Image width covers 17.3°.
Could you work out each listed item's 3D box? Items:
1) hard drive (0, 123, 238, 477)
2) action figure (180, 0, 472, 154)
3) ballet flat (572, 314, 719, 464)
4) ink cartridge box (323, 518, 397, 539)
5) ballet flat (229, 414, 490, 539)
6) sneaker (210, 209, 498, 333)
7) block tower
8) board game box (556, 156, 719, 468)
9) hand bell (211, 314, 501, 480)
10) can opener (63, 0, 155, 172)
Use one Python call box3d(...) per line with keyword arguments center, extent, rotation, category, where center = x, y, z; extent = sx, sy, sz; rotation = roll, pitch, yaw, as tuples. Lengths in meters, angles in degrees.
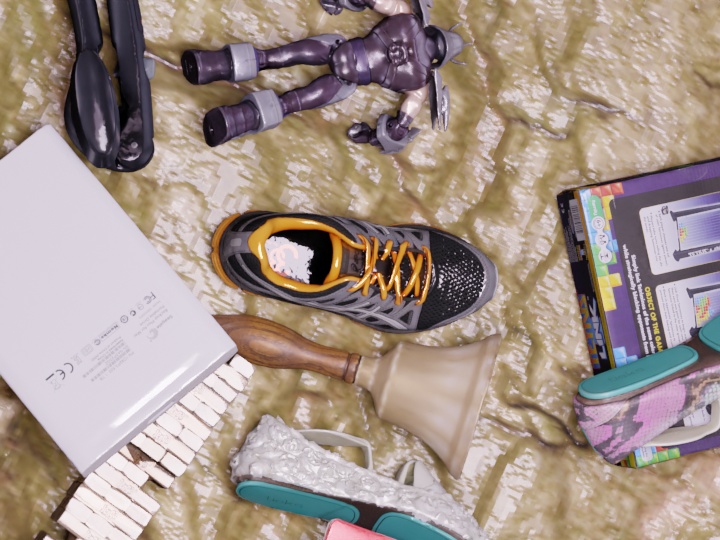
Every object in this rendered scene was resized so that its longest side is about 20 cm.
box3d(center=(-0.195, 0.018, 1.568), extent=(0.132, 0.026, 0.200), rotation=(-39, 78, -8), category="hard drive")
box3d(center=(-0.017, -0.141, 1.624), extent=(0.199, 0.069, 0.131), rotation=(-13, 83, -15), category="action figure")
box3d(center=(0.241, 0.073, 1.615), extent=(0.200, 0.069, 0.071), rotation=(-26, 111, -8), category="ballet flat")
box3d(center=(-0.009, 0.278, 1.605), extent=(0.116, 0.067, 0.201), rotation=(21, 84, -10), category="ink cartridge box")
box3d(center=(0.009, 0.150, 1.618), extent=(0.199, 0.072, 0.072), rotation=(22, 84, -10), category="ballet flat")
box3d(center=(0.000, 0.000, 1.614), extent=(0.199, 0.077, 0.079), rotation=(5, 85, -13), category="sneaker")
box3d(center=(-0.152, 0.132, 1.589), extent=(0.058, 0.054, 0.200), rotation=(37, 80, -8), category="block tower")
box3d(center=(0.241, 0.024, 1.673), extent=(0.165, 0.057, 0.201), rotation=(-11, 90, -14), category="board game box")
box3d(center=(-0.013, 0.065, 1.618), extent=(0.199, 0.104, 0.104), rotation=(16, 84, 3), category="hand bell")
box3d(center=(-0.171, -0.162, 1.596), extent=(0.063, 0.079, 0.201), rotation=(-1, 76, -17), category="can opener")
